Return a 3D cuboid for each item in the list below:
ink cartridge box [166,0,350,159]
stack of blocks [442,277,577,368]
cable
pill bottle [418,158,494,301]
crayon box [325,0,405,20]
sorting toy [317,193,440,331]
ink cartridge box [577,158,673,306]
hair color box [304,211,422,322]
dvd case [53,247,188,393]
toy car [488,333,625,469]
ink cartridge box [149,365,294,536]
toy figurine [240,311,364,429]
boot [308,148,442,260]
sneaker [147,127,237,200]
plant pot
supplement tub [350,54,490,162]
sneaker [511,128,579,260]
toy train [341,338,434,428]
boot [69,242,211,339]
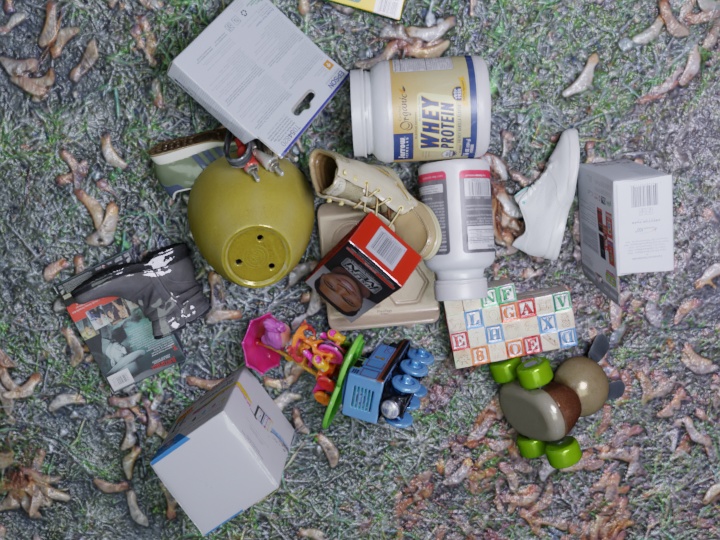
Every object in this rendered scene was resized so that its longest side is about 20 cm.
[{"bbox_3d":[-0.141,-0.280,1.217,0.199,0.041,0.201,41,59,-7],"label":"ink cartridge box"},{"bbox_3d":[0.234,0.075,1.347,0.195,0.059,0.118,-11,98,3],"label":"stack of blocks"},{"bbox_3d":[-0.178,-0.206,1.241,0.096,0.201,0.051,-28,148,-20],"label":"cable"},{"bbox_3d":[0.145,-0.059,1.271,0.108,0.111,0.205,-3,90,1],"label":"pill bottle"},{"bbox_3d":[-0.021,-0.446,1.225,0.196,0.058,0.121,15,103,-3],"label":"crayon box"},{"bbox_3d":[0.030,-0.013,1.348,0.180,0.037,0.205,-5,99,2],"label":"sorting toy"},{"bbox_3d":[0.383,-0.061,1.244,0.082,0.200,0.180,-6,104,1],"label":"ink cartridge box"},{"bbox_3d":[0.000,0.000,1.234,0.101,0.200,0.062,40,64,-5],"label":"hair color box"},{"bbox_3d":[-0.386,0.083,1.380,0.144,0.022,0.203,-25,101,6],"label":"dvd case"},{"bbox_3d":[0.333,0.188,1.361,0.197,0.157,0.167,-26,100,-21],"label":"toy car"},{"bbox_3d":[-0.210,0.275,1.334,0.146,0.200,0.146,-35,99,9],"label":"ink cartridge box"},{"bbox_3d":[-0.100,0.128,1.322,0.181,0.201,0.152,25,60,6],"label":"toy figurine"},{"bbox_3d":[0.019,-0.098,1.217,0.154,0.201,0.073,13,124,-43],"label":"boot"},{"bbox_3d":[-0.218,-0.163,1.301,0.195,0.067,0.092,-12,119,-2],"label":"sneaker"},{"bbox_3d":[-0.156,-0.056,1.251,0.195,0.143,0.204,-5,120,-8],"label":"plant pot"},{"bbox_3d":[0.084,-0.233,1.233,0.195,0.145,0.148,-3,104,1],"label":"supplement tub"},{"bbox_3d":[0.281,-0.120,1.302,0.087,0.075,0.205,13,105,9],"label":"sneaker"},{"bbox_3d":[0.045,0.168,1.313,0.112,0.200,0.089,16,110,11],"label":"toy train"},{"bbox_3d":[-0.338,0.050,1.323,0.196,0.070,0.134,-20,103,-13],"label":"boot"}]
